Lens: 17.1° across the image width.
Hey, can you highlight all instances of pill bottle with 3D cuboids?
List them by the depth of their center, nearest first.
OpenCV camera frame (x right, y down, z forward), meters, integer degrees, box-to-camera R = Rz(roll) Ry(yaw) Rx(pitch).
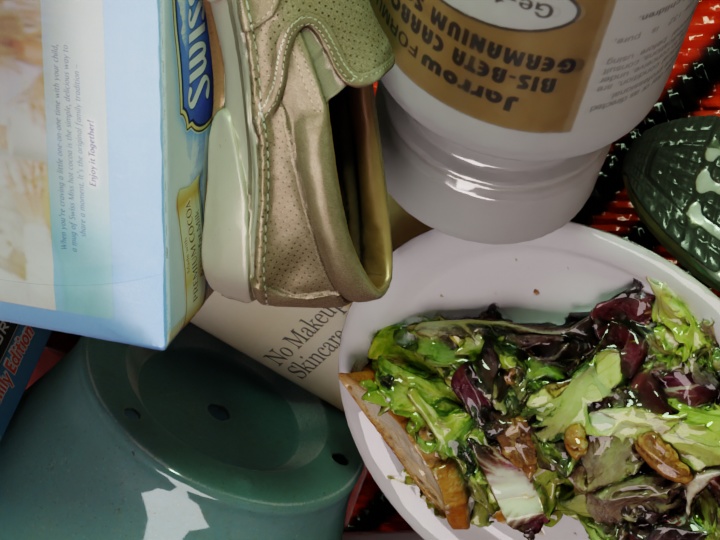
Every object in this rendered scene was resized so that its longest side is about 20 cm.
[{"bbox_3d":[0.060,-0.104,0.829,0.114,0.115,0.200,18,142,3],"label":"pill bottle"}]

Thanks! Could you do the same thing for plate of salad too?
[{"bbox_3d":[0.078,0.069,0.945,0.199,0.048,0.201,15,127,20],"label":"plate of salad"}]

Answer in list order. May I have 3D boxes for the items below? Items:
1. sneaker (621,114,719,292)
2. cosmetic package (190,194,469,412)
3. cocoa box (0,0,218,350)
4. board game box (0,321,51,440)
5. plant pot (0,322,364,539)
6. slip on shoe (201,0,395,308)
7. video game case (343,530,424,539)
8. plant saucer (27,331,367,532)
[{"bbox_3d":[0.181,0.014,0.959,0.200,0.077,0.089,32,151,-10],"label":"sneaker"},{"bbox_3d":[0.000,0.000,1.016,0.200,0.071,0.105,30,140,-12],"label":"cosmetic package"},{"bbox_3d":[-0.105,-0.095,0.848,0.133,0.131,0.201,9,118,15],"label":"cocoa box"},{"bbox_3d":[-0.212,0.048,1.064,0.151,0.200,0.047,-15,131,36],"label":"board game box"},{"bbox_3d":[-0.095,0.119,1.065,0.200,0.200,0.188,25,121,-6],"label":"plant pot"},{"bbox_3d":[-0.017,-0.079,0.807,0.060,0.076,0.201,11,113,19],"label":"slip on shoe"},{"bbox_3d":[0.102,0.181,1.203,0.199,0.023,0.182,-5,142,20],"label":"video game case"},{"bbox_3d":[-0.102,0.103,1.216,0.199,0.037,0.200,19,141,1],"label":"plant saucer"}]
